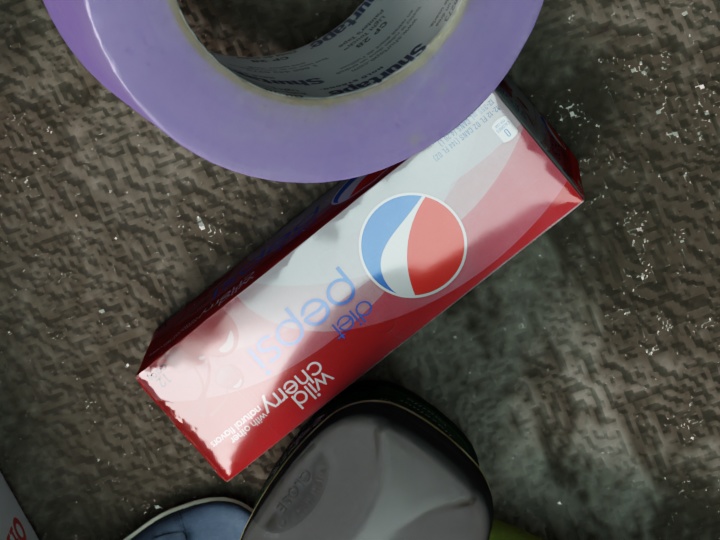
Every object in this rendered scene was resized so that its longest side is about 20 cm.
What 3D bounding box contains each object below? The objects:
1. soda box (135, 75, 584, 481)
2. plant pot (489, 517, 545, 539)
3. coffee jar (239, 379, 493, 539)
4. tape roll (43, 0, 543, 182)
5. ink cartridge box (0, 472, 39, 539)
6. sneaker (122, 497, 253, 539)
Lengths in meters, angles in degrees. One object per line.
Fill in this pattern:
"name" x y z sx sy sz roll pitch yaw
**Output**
"soda box" 0.000 0.000 1.171 0.200 0.070 0.063 -39 101 12
"plant pot" 0.098 0.209 1.197 0.200 0.187 0.187 44 104 1
"coffee jar" 0.002 0.103 1.129 0.085 0.200 0.104 37 90 -1
"tape roll" -0.028 -0.141 1.084 0.199 0.085 0.201 -7 109 -20
"ink cartridge box" -0.224 0.083 1.163 0.084 0.144 0.200 -25 105 10
"sneaker" -0.107 0.171 1.182 0.200 0.085 0.075 -43 93 -22
